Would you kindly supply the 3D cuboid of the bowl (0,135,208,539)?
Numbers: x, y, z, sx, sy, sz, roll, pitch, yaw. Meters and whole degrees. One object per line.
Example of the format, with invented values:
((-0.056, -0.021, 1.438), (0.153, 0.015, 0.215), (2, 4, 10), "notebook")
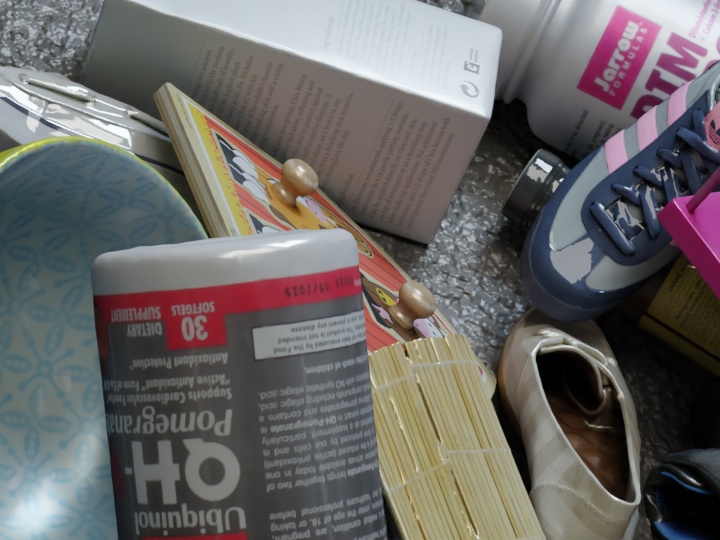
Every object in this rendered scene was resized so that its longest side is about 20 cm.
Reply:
((-0.150, 0.048, 1.048), (0.107, 0.201, 0.200), (-5, 34, 36), "bowl")

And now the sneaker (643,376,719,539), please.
((0.172, 0.091, 1.155), (0.111, 0.074, 0.200), (5, 16, -20), "sneaker")

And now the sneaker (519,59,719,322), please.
((0.159, -0.056, 1.219), (0.200, 0.082, 0.070), (-42, 85, -15), "sneaker")

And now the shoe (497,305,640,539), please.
((0.107, 0.071, 1.187), (0.069, 0.054, 0.201), (15, 33, -11), "shoe")

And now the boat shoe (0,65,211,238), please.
((-0.160, -0.067, 1.212), (0.199, 0.072, 0.066), (18, 43, -8), "boat shoe")

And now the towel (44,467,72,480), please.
((-0.151, 0.038, 1.159), (0.198, 0.023, 0.145), (14, 47, -10), "towel")

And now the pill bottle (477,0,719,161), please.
((0.159, -0.102, 1.334), (0.199, 0.114, 0.114), (26, 47, 2), "pill bottle")

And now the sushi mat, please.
((0.053, 0.124, 1.074), (0.095, 0.012, 0.201), (-9, 74, -49), "sushi mat")

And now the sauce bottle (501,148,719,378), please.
((0.166, 0.006, 1.279), (0.199, 0.065, 0.065), (34, 48, 6), "sauce bottle")

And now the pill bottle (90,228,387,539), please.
((-0.046, 0.087, 1.003), (0.110, 0.111, 0.202), (-7, 92, -26), "pill bottle")

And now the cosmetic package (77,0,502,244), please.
((-0.038, -0.097, 1.262), (0.199, 0.102, 0.072), (18, 46, -8), "cosmetic package")

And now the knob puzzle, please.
((0.000, 0.000, 1.176), (0.219, 0.030, 0.220), (41, 13, -12), "knob puzzle")

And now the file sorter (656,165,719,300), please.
((0.269, -0.021, 1.177), (0.199, 0.126, 0.139), (-9, 57, -51), "file sorter")
